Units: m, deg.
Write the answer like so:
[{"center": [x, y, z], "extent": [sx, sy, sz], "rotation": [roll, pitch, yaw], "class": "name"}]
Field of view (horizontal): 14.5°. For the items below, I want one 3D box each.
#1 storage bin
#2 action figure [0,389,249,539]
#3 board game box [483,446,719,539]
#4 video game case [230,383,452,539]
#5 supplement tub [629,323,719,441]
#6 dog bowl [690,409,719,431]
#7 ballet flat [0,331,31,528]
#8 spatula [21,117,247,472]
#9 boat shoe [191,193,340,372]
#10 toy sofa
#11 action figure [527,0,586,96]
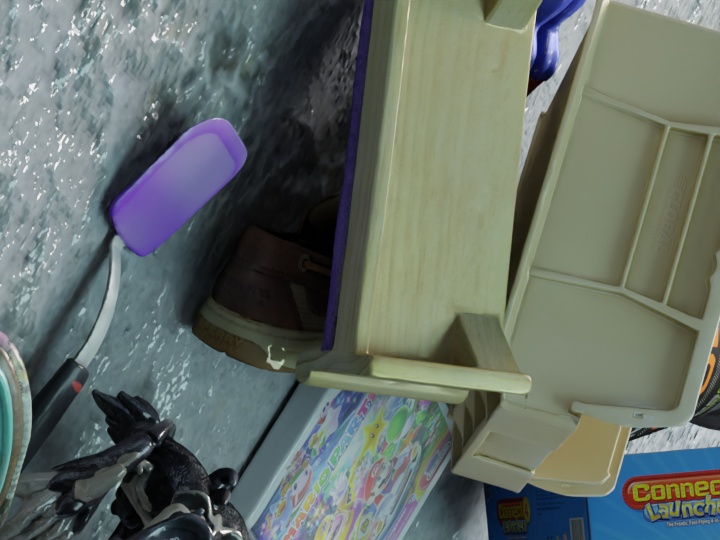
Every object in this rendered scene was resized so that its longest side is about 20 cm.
[{"center": [0.115, -0.002, 1.332], "extent": [0.200, 0.093, 0.199], "rotation": [112, -4, -76], "class": "storage bin"}, {"center": [-0.088, 0.117, 1.101], "extent": [0.102, 0.119, 0.200], "rotation": [-31, -168, 1], "class": "action figure"}, {"center": [0.189, 0.129, 1.593], "extent": [0.200, 0.195, 0.056], "rotation": [155, -70, -75], "class": "board game box"}, {"center": [-0.005, 0.103, 1.452], "extent": [0.143, 0.018, 0.200], "rotation": [-58, 156, -17], "class": "video game case"}, {"center": [0.134, 0.033, 1.540], "extent": [0.200, 0.122, 0.123], "rotation": [-13, 125, -55], "class": "supplement tub"}, {"center": [0.222, 0.002, 1.638], "extent": [0.059, 0.200, 0.201], "rotation": [-9, 122, -48], "class": "dog bowl"}, {"center": [-0.160, 0.089, 1.045], "extent": [0.071, 0.069, 0.200], "rotation": [-63, 171, -61], "class": "ballet flat"}, {"center": [-0.109, 0.023, 1.133], "extent": [0.200, 0.021, 0.057], "rotation": [-59, 159, -14], "class": "spatula"}, {"center": [0.000, 0.000, 1.292], "extent": [0.200, 0.072, 0.072], "rotation": [-3, 113, -55], "class": "boat shoe"}, {"center": [0.024, -0.046, 1.217], "extent": [0.083, 0.098, 0.201], "rotation": [8, 87, -30], "class": "toy sofa"}, {"center": [0.086, -0.163, 1.340], "extent": [0.200, 0.099, 0.065], "rotation": [-48, 166, 19], "class": "action figure"}]
